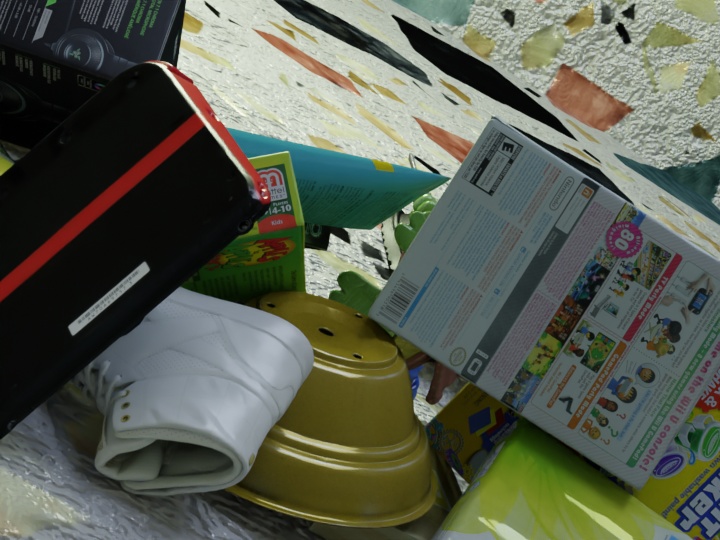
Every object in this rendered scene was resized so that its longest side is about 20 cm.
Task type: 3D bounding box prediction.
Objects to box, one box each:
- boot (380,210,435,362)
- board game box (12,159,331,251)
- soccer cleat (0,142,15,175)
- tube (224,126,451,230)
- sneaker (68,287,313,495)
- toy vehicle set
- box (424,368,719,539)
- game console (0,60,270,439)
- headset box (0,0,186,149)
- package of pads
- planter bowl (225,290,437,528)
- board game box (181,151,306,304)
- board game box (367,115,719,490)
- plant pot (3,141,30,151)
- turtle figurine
[{"bbox_3d":[0.105,0.005,1.619,0.157,0.080,0.211,-12,32,-1],"label":"boot"},{"bbox_3d":[-0.135,-0.045,1.325,0.200,0.028,0.135,7,-5,44],"label":"board game box"},{"bbox_3d":[-0.239,-0.042,1.254,0.200,0.065,0.084,43,44,16],"label":"soccer cleat"},{"bbox_3d":[-0.036,-0.055,1.235,0.200,0.077,0.051,9,64,-43],"label":"tube"},{"bbox_3d":[-0.139,0.060,1.082,0.199,0.074,0.116,11,43,16],"label":"sneaker"},{"bbox_3d":[0.012,0.134,1.266,0.124,0.027,0.200,29,16,-19],"label":"toy vehicle set"},{"bbox_3d":[0.178,0.103,1.289,0.193,0.200,0.122,44,2,5],"label":"box"},{"bbox_3d":[-0.152,-0.017,1.066,0.031,0.200,0.177,46,5,-42],"label":"game console"},{"bbox_3d":[-0.214,-0.152,1.315,0.199,0.093,0.174,18,-20,-4],"label":"headset box"},{"bbox_3d":[0.135,0.200,1.152,0.200,0.068,0.155,35,40,6],"label":"package of pads"},{"bbox_3d":[-0.033,0.068,1.186,0.200,0.084,0.200,18,19,-6],"label":"planter bowl"},{"bbox_3d":[-0.086,-0.010,1.194,0.200,0.101,0.048,93,-15,-74],"label":"board game box"},{"bbox_3d":[0.127,0.020,1.201,0.200,0.148,0.064,33,1,5],"label":"board game box"},{"bbox_3d":[-0.250,-0.164,1.509,0.199,0.028,0.200,20,36,-15],"label":"plant pot"},{"bbox_3d":[0.000,0.000,1.397,0.143,0.201,0.194,-9,-10,-7],"label":"turtle figurine"}]
